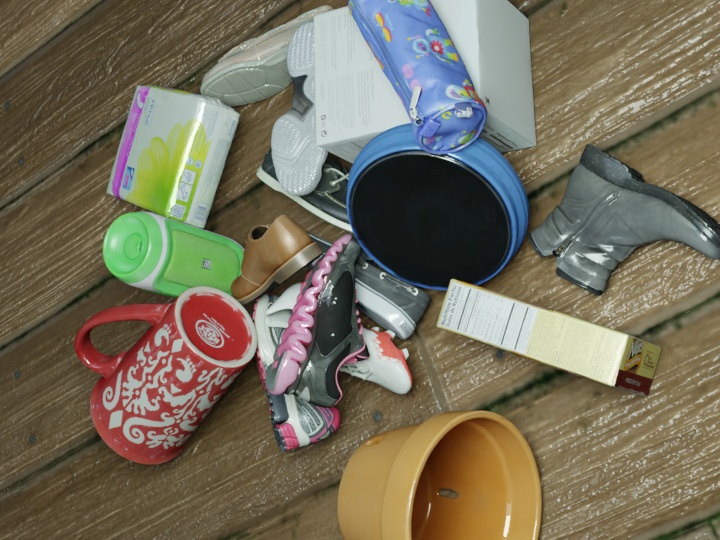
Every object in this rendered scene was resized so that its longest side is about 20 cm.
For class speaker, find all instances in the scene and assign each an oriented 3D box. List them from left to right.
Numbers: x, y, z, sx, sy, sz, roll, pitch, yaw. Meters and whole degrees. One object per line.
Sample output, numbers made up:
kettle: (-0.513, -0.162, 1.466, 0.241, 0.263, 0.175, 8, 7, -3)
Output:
speaker: (-0.210, -0.012, 1.434, 0.087, 0.199, 0.090, -6, 77, 29)

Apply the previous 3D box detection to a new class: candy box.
candy box: (0.190, 0.067, 1.229, 0.198, 0.115, 0.056, 17, 89, 32)

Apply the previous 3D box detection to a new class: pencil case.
pencil case: (0.054, -0.210, 1.204, 0.078, 0.086, 0.202, -45, 59, 39)

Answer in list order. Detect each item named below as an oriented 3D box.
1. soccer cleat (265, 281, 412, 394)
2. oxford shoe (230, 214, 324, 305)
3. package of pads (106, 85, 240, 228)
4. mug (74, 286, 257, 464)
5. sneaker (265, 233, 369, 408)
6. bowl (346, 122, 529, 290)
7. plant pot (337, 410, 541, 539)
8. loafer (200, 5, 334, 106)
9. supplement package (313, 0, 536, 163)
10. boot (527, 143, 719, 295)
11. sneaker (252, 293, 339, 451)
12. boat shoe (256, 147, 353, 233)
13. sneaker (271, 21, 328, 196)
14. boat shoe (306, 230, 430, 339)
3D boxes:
soccer cleat: (-0.025, 0.084, 1.363, 0.199, 0.085, 0.069, 39, 144, 30)
oxford shoe: (-0.107, -0.014, 1.387, 0.072, 0.071, 0.200, 54, 147, 0)
package of pads: (-0.235, -0.148, 1.521, 0.199, 0.068, 0.157, 21, 94, 53)
mug: (-0.230, 0.113, 1.405, 0.200, 0.176, 0.135, -45, 38, 38)
sneaker: (-0.028, 0.058, 1.312, 0.094, 0.079, 0.202, 25, 65, -9)
bowl: (0.077, -0.061, 1.285, 0.198, 0.202, 0.040, -8, 36, 29)
plant pot: (0.069, 0.240, 1.236, 0.139, 0.198, 0.203, -2, 79, 46)
loafer: (-0.109, -0.265, 1.507, 0.198, 0.072, 0.064, -19, 55, 21)
supplement package: (0.070, -0.207, 1.331, 0.198, 0.150, 0.154, -9, 76, 29)
boot: (0.272, -0.028, 1.235, 0.200, 0.069, 0.133, 40, 105, 41)
sneaker: (-0.081, 0.115, 1.415, 0.074, 0.081, 0.202, -13, 58, -9)
boat shoe: (-0.041, -0.097, 1.425, 0.199, 0.072, 0.068, 36, 100, 34)
sneaker: (-0.042, -0.177, 1.414, 0.074, 0.114, 0.203, 2, 80, 26)
boat shoe: (0.000, 0.000, 1.389, 0.199, 0.070, 0.066, 35, 79, 35)
